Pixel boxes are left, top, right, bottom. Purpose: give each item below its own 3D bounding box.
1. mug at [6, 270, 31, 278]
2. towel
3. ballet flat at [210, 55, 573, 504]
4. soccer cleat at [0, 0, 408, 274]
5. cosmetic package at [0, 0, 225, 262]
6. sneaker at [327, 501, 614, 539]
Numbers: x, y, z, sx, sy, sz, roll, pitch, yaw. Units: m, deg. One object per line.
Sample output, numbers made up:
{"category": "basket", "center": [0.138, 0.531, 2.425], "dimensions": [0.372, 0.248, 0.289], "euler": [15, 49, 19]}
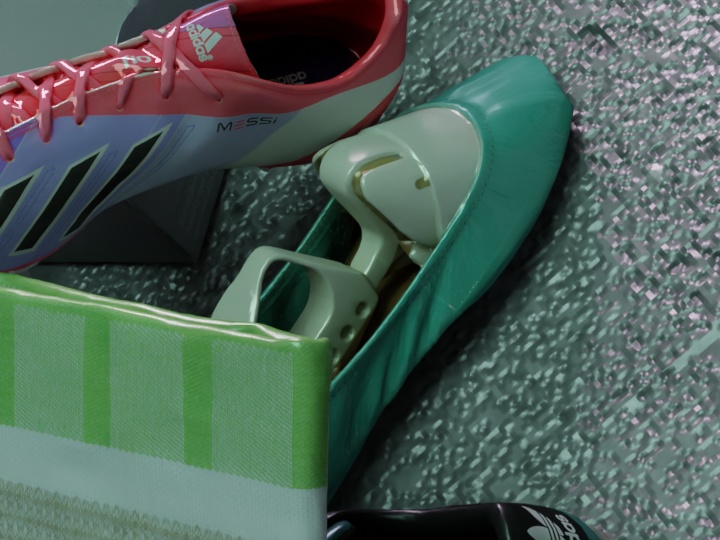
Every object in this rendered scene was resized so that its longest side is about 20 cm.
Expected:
{"category": "mug", "center": [-0.175, 0.028, 0.754], "dimensions": [0.174, 0.148, 0.201], "euler": [5, 87, 20]}
{"category": "towel", "center": [-0.065, 0.108, 0.640], "dimensions": [0.149, 0.031, 0.201], "euler": [9, 100, 37]}
{"category": "ballet flat", "center": [0.000, 0.000, 0.722], "dimensions": [0.067, 0.070, 0.201], "euler": [26, 78, 43]}
{"category": "soccer cleat", "center": [-0.074, -0.053, 0.706], "dimensions": [0.199, 0.077, 0.067], "euler": [-16, 64, -26]}
{"category": "cosmetic package", "center": [-0.146, -0.066, 0.847], "dimensions": [0.199, 0.090, 0.107], "euler": [4, 65, 31]}
{"category": "sneaker", "center": [-0.019, 0.112, 0.660], "dimensions": [0.199, 0.080, 0.072], "euler": [-24, 56, 19]}
